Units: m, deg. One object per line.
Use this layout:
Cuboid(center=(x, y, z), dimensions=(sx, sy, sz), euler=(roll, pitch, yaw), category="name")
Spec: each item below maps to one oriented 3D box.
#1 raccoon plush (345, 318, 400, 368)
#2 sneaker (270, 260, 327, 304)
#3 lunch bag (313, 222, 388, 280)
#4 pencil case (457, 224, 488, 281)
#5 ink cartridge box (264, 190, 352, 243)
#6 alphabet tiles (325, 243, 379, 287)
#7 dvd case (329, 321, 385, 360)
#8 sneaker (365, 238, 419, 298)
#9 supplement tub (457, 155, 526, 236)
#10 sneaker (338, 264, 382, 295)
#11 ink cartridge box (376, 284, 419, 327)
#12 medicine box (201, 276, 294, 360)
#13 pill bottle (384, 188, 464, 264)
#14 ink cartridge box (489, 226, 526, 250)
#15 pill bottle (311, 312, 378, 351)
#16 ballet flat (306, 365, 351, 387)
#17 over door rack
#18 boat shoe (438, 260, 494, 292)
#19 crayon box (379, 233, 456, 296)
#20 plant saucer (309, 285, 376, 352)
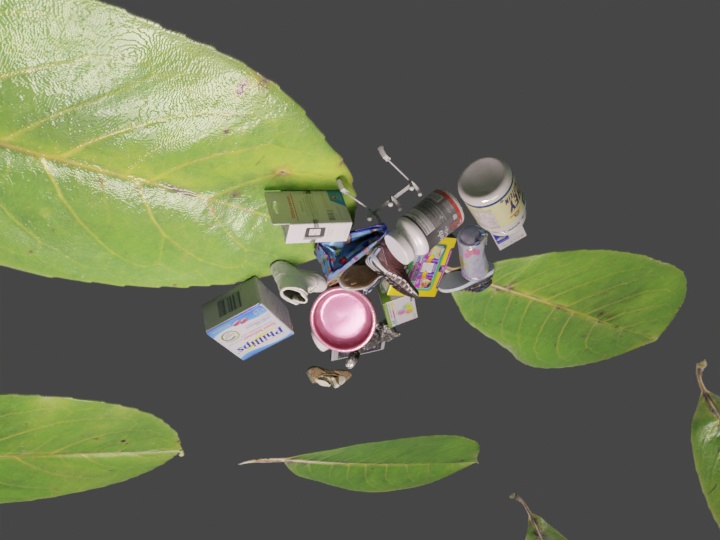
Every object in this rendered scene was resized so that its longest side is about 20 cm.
Cuboid(center=(0.040, 0.244, 1.908), dimensions=(0.133, 0.097, 0.202), euler=(28, 85, -16), category="raccoon plush")
Cuboid(center=(-0.159, 0.054, 1.625), dimensions=(0.199, 0.116, 0.074), euler=(19, 126, -43), category="sneaker")
Cuboid(center=(-0.013, -0.063, 1.531), dimensions=(0.198, 0.095, 0.151), euler=(-26, 177, -12), category="lunch bag")
Cuboid(center=(0.343, -0.052, 1.767), dimensions=(0.090, 0.084, 0.201), euler=(-27, 143, -6), category="pencil case")
Cuboid(center=(-0.132, -0.131, 1.412), dimensions=(0.197, 0.117, 0.067), euler=(-3, 141, -22), category="ink cartridge box")
Cuboid(center=(0.000, 0.000, 1.697), dimensions=(0.198, 0.008, 0.167), euler=(-30, 155, 12), category="alphabet tiles")
Cuboid(center=(-0.007, 0.244, 2.006), dimensions=(0.197, 0.025, 0.151), euler=(-10, 142, -13), category="dvd case")
Cuboid(center=(0.112, -0.015, 1.596), dimensions=(0.200, 0.075, 0.116), euler=(39, 74, -32), category="sneaker")
Cuboid(center=(0.355, -0.193, 1.549), dimensions=(0.144, 0.146, 0.200), euler=(-32, 142, 14), category="supplement tub")
Cuboid(center=(-0.004, 0.032, 1.627), dimensions=(0.199, 0.070, 0.109), euler=(-25, 164, -46), category="sneaker")
Cuboid(center=(0.162, 0.084, 1.849), dimensions=(0.197, 0.076, 0.149), euler=(-19, 143, -1), category="ink cartridge box")
Cuboid(center=(-0.318, 0.140, 1.663), dimensions=(0.180, 0.104, 0.200), euler=(-27, 142, 8), category="medicine box")
Cuboid(center=(0.166, -0.113, 1.528), dimensions=(0.199, 0.116, 0.116), euler=(-39, 146, -14), category="pill bottle")
Cuboid(center=(0.427, -0.139, 1.740), dimensions=(0.094, 0.037, 0.200), euler=(-30, 145, 12), category="ink cartridge box")
Cuboid(center=(-0.052, 0.170, 1.821), dimensions=(0.198, 0.112, 0.111), euler=(-30, 142, 12), category="pill bottle")
Cuboid(center=(-0.108, 0.392, 2.102), dimensions=(0.198, 0.066, 0.071), euler=(13, 131, -37), category="ballet flat")
Cuboid(center=(0.053, -0.198, 1.461), dimensions=(0.147, 0.067, 0.200), euler=(-35, 141, 16), category="over door rack")
Cuboid(center=(0.344, 0.044, 1.892), dimensions=(0.198, 0.071, 0.092), euler=(-19, 139, -6), category="boat shoe")
Cuboid(center=(0.167, -0.024, 1.694), dimensions=(0.170, 0.058, 0.202), euler=(4, 118, -28), category="crayon box")
Cuboid(center=(-0.050, 0.140, 1.730), dimensions=(0.197, 0.051, 0.204), euler=(1, 103, 5), category="plant saucer")
